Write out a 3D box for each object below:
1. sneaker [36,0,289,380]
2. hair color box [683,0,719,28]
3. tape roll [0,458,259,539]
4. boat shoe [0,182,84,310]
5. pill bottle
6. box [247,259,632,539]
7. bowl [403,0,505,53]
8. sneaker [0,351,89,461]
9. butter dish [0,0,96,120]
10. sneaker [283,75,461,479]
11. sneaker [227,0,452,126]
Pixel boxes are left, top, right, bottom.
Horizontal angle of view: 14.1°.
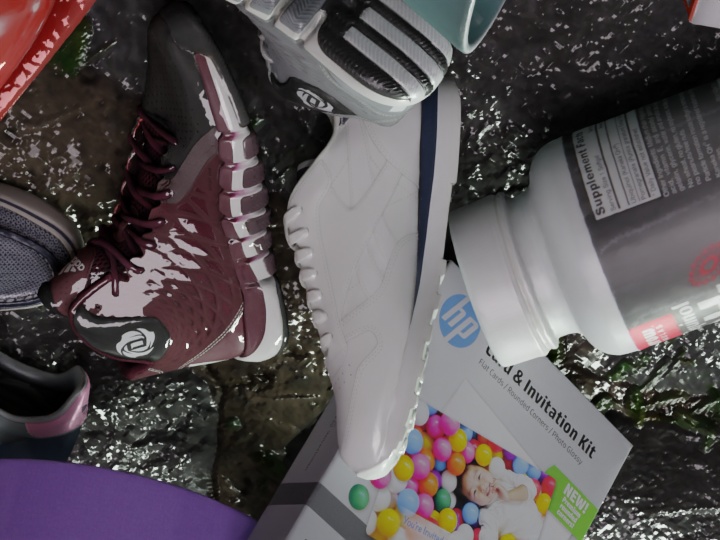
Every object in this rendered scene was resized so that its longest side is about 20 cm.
[{"bbox_3d":[-0.105,-0.025,1.402,0.115,0.076,0.201,-18,123,-12],"label":"sneaker"},{"bbox_3d":[0.222,-0.203,1.337,0.101,0.061,0.201,12,119,-11],"label":"hair color box"},{"bbox_3d":[-0.133,0.163,1.479,0.199,0.066,0.200,9,155,4],"label":"tape roll"},{"bbox_3d":[-0.234,0.000,1.413,0.199,0.093,0.075,8,121,-9],"label":"boat shoe"},{"bbox_3d":[0.148,-0.025,1.413,0.199,0.111,0.111,-20,121,9],"label":"pill bottle"},{"bbox_3d":[0.037,0.121,1.462,0.156,0.200,0.041,45,151,-26],"label":"box"},{"bbox_3d":[0.039,-0.206,1.262,0.105,0.201,0.201,23,119,4],"label":"bowl"},{"bbox_3d":[-0.229,0.046,1.459,0.199,0.070,0.082,22,122,-26],"label":"sneaker"},{"bbox_3d":[-0.221,-0.120,1.289,0.200,0.148,0.200,38,93,-23],"label":"butter dish"},{"bbox_3d":[0.000,0.000,1.400,0.080,0.076,0.201,7,77,-5],"label":"sneaker"},{"bbox_3d":[-0.049,-0.134,1.356,0.200,0.116,0.075,45,73,5],"label":"sneaker"}]
